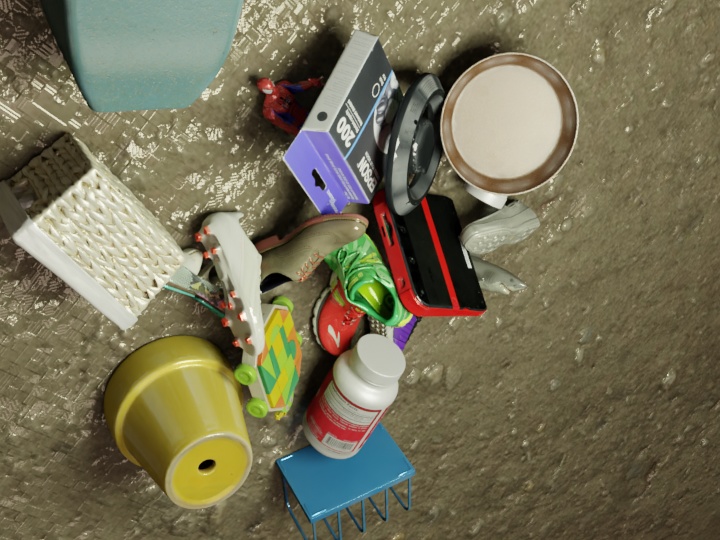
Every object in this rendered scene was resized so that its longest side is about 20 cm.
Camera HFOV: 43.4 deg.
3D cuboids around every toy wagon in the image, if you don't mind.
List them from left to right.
[{"bbox_3d":[-0.127,0.145,1.351,0.156,0.039,0.202,-64,150,-45],"label":"toy wagon"}]

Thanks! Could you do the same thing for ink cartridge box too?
[{"bbox_3d":[-0.009,-0.177,1.203,0.202,0.043,0.198,-61,154,-13],"label":"ink cartridge box"}]

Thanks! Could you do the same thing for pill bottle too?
[{"bbox_3d":[-0.008,0.199,1.442,0.111,0.113,0.201,3,134,-33],"label":"pill bottle"},{"bbox_3d":[0.234,-0.199,1.379,0.110,0.111,0.202,15,110,-38],"label":"pill bottle"}]

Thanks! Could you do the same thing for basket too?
[{"bbox_3d":[-0.324,-0.050,1.100,0.123,0.135,0.200,-43,132,-4],"label":"basket"}]

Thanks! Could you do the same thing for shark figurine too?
[{"bbox_3d":[0.158,-0.023,1.483,0.212,0.128,0.091,17,84,-20],"label":"shark figurine"}]

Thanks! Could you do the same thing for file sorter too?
[{"bbox_3d":[-0.024,0.375,1.562,0.198,0.139,0.124,-20,131,-21],"label":"file sorter"}]

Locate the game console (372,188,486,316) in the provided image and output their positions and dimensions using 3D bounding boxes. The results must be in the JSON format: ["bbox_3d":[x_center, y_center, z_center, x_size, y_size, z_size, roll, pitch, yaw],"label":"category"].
[{"bbox_3d":[0.104,-0.027,1.353,0.031,0.203,0.175,-30,157,38],"label":"game console"}]

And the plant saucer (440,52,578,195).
[{"bbox_3d":[0.212,-0.210,1.301,0.197,0.035,0.204,0,106,0],"label":"plant saucer"}]

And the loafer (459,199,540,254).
[{"bbox_3d":[0.214,-0.075,1.443,0.070,0.070,0.199,-45,162,33],"label":"loafer"}]

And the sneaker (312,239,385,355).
[{"bbox_3d":[-0.015,0.049,1.393,0.076,0.085,0.203,3,116,-32],"label":"sneaker"}]

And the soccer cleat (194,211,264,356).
[{"bbox_3d":[-0.160,0.015,1.238,0.077,0.069,0.203,-20,93,-38],"label":"soccer cleat"}]

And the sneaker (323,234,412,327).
[{"bbox_3d":[0.000,0.000,1.301,0.074,0.200,0.083,-46,173,15],"label":"sneaker"}]

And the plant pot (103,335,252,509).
[{"bbox_3d":[-0.245,0.226,1.289,0.198,0.189,0.203,-16,125,-24],"label":"plant pot"}]

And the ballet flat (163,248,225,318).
[{"bbox_3d":[-0.225,0.013,1.258,0.199,0.069,0.072,33,80,-45],"label":"ballet flat"}]

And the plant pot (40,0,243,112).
[{"bbox_3d":[-0.245,-0.285,0.972,0.193,0.197,0.202,-8,131,-28],"label":"plant pot"}]

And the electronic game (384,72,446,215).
[{"bbox_3d":[0.078,-0.177,1.278,0.200,0.041,0.203,16,90,-72],"label":"electronic game"}]

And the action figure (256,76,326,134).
[{"bbox_3d":[-0.056,-0.192,1.206,0.199,0.098,0.066,38,73,-39],"label":"action figure"}]

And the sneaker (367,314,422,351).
[{"bbox_3d":[0.064,0.093,1.483,0.099,0.069,0.202,-24,132,-28],"label":"sneaker"}]

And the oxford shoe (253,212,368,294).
[{"bbox_3d":[-0.070,-0.020,1.256,0.198,0.076,0.070,-23,148,32],"label":"oxford shoe"}]
